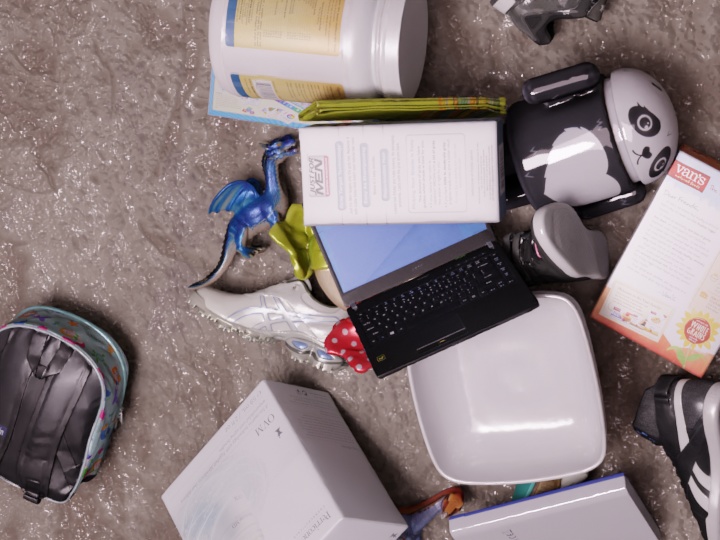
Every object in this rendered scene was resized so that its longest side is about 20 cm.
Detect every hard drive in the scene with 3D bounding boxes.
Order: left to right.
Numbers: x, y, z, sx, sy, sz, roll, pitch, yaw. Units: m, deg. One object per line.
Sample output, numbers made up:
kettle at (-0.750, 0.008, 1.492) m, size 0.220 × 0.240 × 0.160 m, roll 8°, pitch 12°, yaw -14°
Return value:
hard drive at (0.213, 0.283, 1.593) m, size 0.198 × 0.026 × 0.132 m, roll -18°, pitch 137°, yaw 19°

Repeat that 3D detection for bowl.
bowl at (0.156, 0.116, 1.523) m, size 0.198 × 0.075 × 0.202 m, roll -9°, pitch 102°, yaw 21°

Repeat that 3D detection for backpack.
backpack at (-0.362, 0.145, 1.706) m, size 0.176 × 0.151 × 0.202 m, roll 23°, pitch 115°, yaw 8°

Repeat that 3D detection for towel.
towel at (0.042, -0.158, 1.473) m, size 0.198 × 0.086 × 0.018 m, roll -2°, pitch 86°, yaw -15°

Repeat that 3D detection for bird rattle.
bird rattle at (0.000, 0.000, 1.558) m, size 0.163 × 0.112 × 0.201 m, roll -42°, pitch 67°, yaw 16°

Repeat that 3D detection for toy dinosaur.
toy dinosaur at (0.032, 0.297, 1.661) m, size 0.199 × 0.105 × 0.182 m, roll 37°, pitch 91°, yaw 17°

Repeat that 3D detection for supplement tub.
supplement tub at (-0.041, -0.242, 1.493) m, size 0.198 × 0.145 × 0.146 m, roll 7°, pitch 104°, yaw 15°

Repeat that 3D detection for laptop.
laptop at (0.057, -0.016, 1.476) m, size 0.176 × 0.200 × 0.104 m, roll -24°, pitch 124°, yaw -1°

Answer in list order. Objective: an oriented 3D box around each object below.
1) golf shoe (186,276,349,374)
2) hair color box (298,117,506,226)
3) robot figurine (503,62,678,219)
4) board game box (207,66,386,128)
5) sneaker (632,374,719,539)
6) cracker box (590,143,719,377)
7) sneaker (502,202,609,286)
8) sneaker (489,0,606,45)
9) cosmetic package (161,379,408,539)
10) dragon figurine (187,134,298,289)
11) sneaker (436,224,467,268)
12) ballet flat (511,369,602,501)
golf shoe at (-0.094, 0.042, 1.658) m, size 0.198 × 0.078 × 0.098 m, roll 20°, pitch 90°, yaw 6°
hair color box at (0.042, -0.098, 1.456) m, size 0.198 × 0.061 × 0.100 m, roll -1°, pitch 100°, yaw 12°
robot figurine at (0.223, -0.128, 1.486) m, size 0.198 × 0.150 × 0.126 m, roll -17°, pitch 77°, yaw 19°
board game box at (-0.065, -0.224, 1.599) m, size 0.198 × 0.034 × 0.136 m, roll 11°, pitch 105°, yaw 14°
sneaker at (0.348, 0.195, 1.560) m, size 0.111 × 0.073 × 0.202 m, roll 14°, pitch 124°, yaw 39°
cracker box at (0.343, -0.011, 1.513) m, size 0.133 × 0.058 × 0.201 m, roll 29°, pitch 109°, yaw 8°
sneaker at (0.182, -0.019, 1.492) m, size 0.098 × 0.200 × 0.072 m, roll -8°, pitch 78°, yaw 23°
sneaker at (0.231, -0.302, 1.481) m, size 0.199 × 0.066 × 0.091 m, roll -37°, pitch 93°, yaw 24°
cosmetic package at (-0.088, 0.267, 1.622) m, size 0.200 × 0.122 × 0.201 m, roll -49°, pitch 54°, yaw 20°
dragon figurine at (-0.130, -0.068, 1.639) m, size 0.199 × 0.059 × 0.100 m, roll -37°, pitch 89°, yaw 17°
sneaker at (0.080, -0.008, 1.582) m, size 0.083 × 0.077 × 0.202 m, roll 2°, pitch 101°, yaw 12°
ballet flat at (0.220, 0.188, 1.598) m, size 0.072 × 0.068 × 0.202 m, roll 11°, pitch 102°, yaw -6°
